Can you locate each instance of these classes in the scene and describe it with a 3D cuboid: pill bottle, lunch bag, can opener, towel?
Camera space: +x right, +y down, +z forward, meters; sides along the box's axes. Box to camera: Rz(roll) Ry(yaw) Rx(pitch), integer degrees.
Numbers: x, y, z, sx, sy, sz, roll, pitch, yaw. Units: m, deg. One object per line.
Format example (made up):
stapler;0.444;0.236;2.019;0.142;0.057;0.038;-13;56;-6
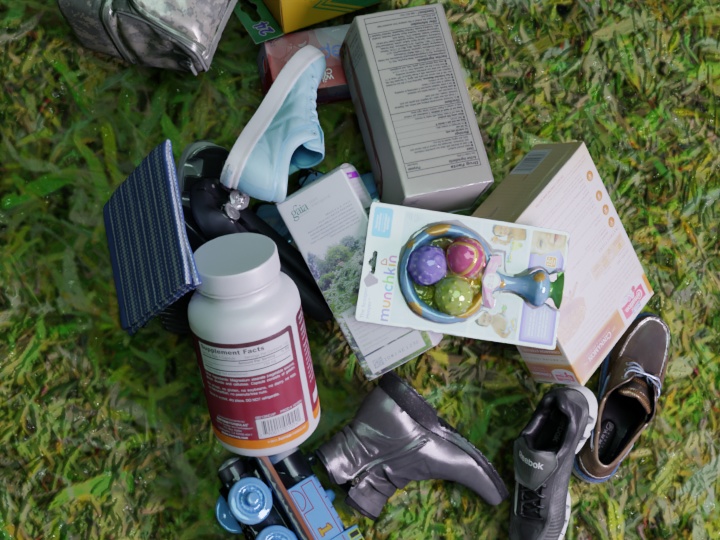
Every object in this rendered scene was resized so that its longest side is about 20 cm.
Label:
pill bottle;-0.107;0.071;1.492;0.112;0.113;0.202;-17;120;-15
lunch bag;-0.195;-0.312;1.576;0.166;0.140;0.202;20;73;11
can opener;-0.099;-0.020;1.539;0.199;0.078;0.064;35;47;-21
towel;-0.207;-0.028;1.503;0.024;0.200;0.147;-6;77;-28

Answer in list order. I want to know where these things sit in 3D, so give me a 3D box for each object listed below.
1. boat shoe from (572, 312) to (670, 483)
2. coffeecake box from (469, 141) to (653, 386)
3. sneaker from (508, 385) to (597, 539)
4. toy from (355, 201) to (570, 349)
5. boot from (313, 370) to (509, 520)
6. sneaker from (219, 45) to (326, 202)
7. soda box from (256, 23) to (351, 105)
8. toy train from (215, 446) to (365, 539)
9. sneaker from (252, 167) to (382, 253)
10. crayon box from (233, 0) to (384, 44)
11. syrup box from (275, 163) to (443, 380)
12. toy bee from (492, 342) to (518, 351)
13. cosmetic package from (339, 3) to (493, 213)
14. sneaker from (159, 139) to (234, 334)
boat shoe;0.292;0.135;1.638;0.072;0.072;0.202;25;74;-6
coffeecake box;0.207;-0.007;1.590;0.154;0.073;0.201;-46;120;-31
sneaker;0.185;0.210;1.575;0.066;0.090;0.203;16;87;31
toy;0.101;0.005;1.461;0.197;0.047;0.117;9;87;-6
boot;0.051;0.208;1.572;0.200;0.070;0.132;43;86;-17
sneaker;-0.067;-0.141;1.537;0.081;0.074;0.201;28;57;1
soda box;-0.010;-0.226;1.655;0.197;0.063;0.071;-11;80;-13
toy train;-0.064;0.266;1.532;0.113;0.087;0.202;-27;83;-25
sneaker;-0.027;-0.082;1.615;0.198;0.078;0.091;-29;82;-16
crayon box;-0.048;-0.327;1.645;0.198;0.052;0.126;-22;49;-15
syrup box;0.000;0.000;1.525;0.078;0.081;0.202;-28;90;11
toy bee;0.095;0.013;1.594;0.198;0.109;0.132;28;118;10
cosmetic package;0.055;-0.161;1.568;0.102;0.087;0.203;-10;74;-16
sneaker;-0.173;-0.037;1.582;0.073;0.088;0.203;9;100;-23
